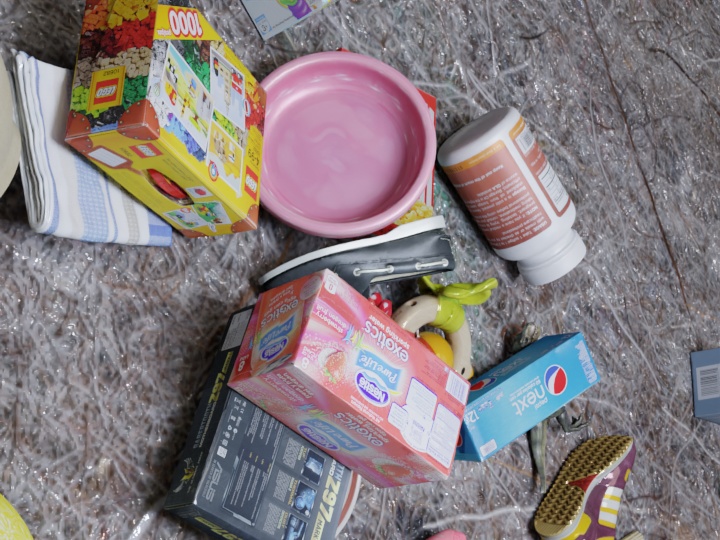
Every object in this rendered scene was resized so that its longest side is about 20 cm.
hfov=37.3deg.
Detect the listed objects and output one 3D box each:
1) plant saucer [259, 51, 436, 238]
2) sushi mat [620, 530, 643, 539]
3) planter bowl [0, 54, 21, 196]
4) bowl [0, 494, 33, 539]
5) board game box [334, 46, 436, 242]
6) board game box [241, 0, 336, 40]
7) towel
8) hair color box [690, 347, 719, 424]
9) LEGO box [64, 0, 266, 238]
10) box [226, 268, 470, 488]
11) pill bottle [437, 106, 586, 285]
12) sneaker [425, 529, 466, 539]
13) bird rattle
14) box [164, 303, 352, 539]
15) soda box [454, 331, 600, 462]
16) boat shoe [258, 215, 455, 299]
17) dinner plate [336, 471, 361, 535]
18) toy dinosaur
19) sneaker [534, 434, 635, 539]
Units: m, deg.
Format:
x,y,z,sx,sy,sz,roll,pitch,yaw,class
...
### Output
x,y,z,sx,sy,sz,roll,pitch,yaw,class
-0.024,-0.123,1.079,0.199,0.051,0.202,1,71,-2,plant saucer
0.304,0.398,1.316,0.199,0.012,0.096,-12,86,-45,sushi mat
-0.329,-0.104,0.758,0.135,0.199,0.201,56,40,-53,planter bowl
-0.295,0.227,0.727,0.199,0.107,0.201,16,66,-39,bowl
0.014,-0.123,1.176,0.151,0.046,0.201,19,64,-39,board game box
-0.039,-0.345,1.154,0.200,0.105,0.103,-41,106,-42,board game box
-0.221,-0.096,0.902,0.200,0.024,0.148,7,72,-69,towel
0.580,0.186,1.614,0.199,0.060,0.100,19,65,-38,hair color box
-0.161,-0.138,0.932,0.200,0.077,0.150,45,42,-60,LEGO box
-0.006,0.102,0.950,0.200,0.094,0.103,39,51,-30,box
0.187,-0.086,1.285,0.200,0.112,0.112,56,47,-16,pill bottle
0.115,0.361,1.104,0.087,0.074,0.201,-24,94,-46,sneaker
0.063,0.079,1.126,0.200,0.112,0.164,-36,120,-38,bird rattle
-0.076,0.154,0.968,0.157,0.051,0.201,36,54,-31,box
0.175,0.140,1.204,0.199,0.068,0.064,-26,97,-31,soda box
0.000,0.000,1.058,0.199,0.076,0.061,-18,86,-8,boat shoe
-0.077,0.171,1.013,0.199,0.024,0.201,14,69,-41,dinner plate
0.228,0.163,1.296,0.088,0.047,0.201,-3,81,-35,toy dinosaur
0.282,0.284,1.297,0.200,0.075,0.090,-40,114,-37,sneaker
